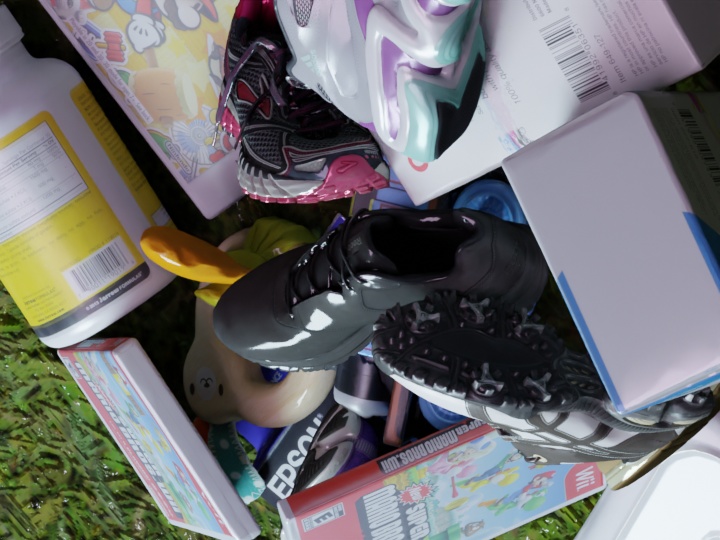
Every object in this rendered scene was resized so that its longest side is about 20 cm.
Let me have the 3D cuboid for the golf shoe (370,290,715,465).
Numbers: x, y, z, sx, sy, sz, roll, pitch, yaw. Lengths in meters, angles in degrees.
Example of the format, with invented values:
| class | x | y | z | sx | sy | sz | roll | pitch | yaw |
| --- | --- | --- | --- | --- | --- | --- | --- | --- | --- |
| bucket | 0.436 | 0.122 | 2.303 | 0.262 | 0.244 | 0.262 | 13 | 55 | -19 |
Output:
| class | x | y | z | sx | sy | sz | roll | pitch | yaw |
| --- | --- | --- | --- | --- | --- | --- | --- | --- | --- |
| golf shoe | 0.091 | 0.072 | 1.437 | 0.199 | 0.078 | 0.095 | 12 | 138 | -18 |

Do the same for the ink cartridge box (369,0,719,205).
| class | x | y | z | sx | sy | sz | roll | pitch | yaw |
| --- | --- | --- | --- | --- | --- | --- | --- | --- | --- |
| ink cartridge box | 0.093 | -0.156 | 1.413 | 0.199 | 0.145 | 0.148 | -24 | 102 | 36 |

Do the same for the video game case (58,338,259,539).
| class | x | y | z | sx | sy | sz | roll | pitch | yaw |
| --- | --- | --- | --- | --- | --- | --- | --- | --- | --- |
| video game case | -0.132 | 0.106 | 1.681 | 0.143 | 0.017 | 0.200 | 57 | 165 | -8 |

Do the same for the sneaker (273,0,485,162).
| class | x | y | z | sx | sy | sz | roll | pitch | yaw |
| --- | --- | --- | --- | --- | --- | --- | --- | --- | --- |
| sneaker | 0.004 | -0.162 | 1.322 | 0.139 | 0.078 | 0.201 | 26 | 123 | 16 |

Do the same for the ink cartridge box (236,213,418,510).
| class | x | y | z | sx | sy | sz | roll | pitch | yaw |
| --- | --- | --- | --- | --- | --- | --- | --- | --- | --- |
| ink cartridge box | 0.010 | 0.096 | 1.663 | 0.200 | 0.043 | 0.198 | 39 | 128 | 6 |

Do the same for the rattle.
| class | x | y | z | sx | sy | sz | roll | pitch | yaw |
| --- | --- | --- | --- | --- | --- | --- | --- | --- | --- |
| rattle | -0.100 | 0.065 | 1.632 | 0.130 | 0.143 | 0.200 | 46 | 124 | 14 |

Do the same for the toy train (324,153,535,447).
| class | x | y | z | sx | sy | sz | roll | pitch | yaw |
| --- | --- | --- | --- | --- | --- | --- | --- | --- | --- |
| toy train | 0.042 | 0.008 | 1.546 | 0.114 | 0.087 | 0.201 | 14 | 103 | 16 |

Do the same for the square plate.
| class | x | y | z | sx | sy | sz | roll | pitch | yaw |
| --- | --- | --- | --- | --- | --- | --- | --- | --- | --- |
| square plate | 0.231 | 0.183 | 1.597 | 0.198 | 0.028 | 0.200 | 33 | 127 | 10 |

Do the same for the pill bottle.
| class | x | y | z | sx | sy | sz | roll | pitch | yaw |
| --- | --- | --- | --- | --- | --- | --- | --- | --- | --- |
| pill bottle | -0.202 | -0.061 | 1.650 | 0.112 | 0.112 | 0.200 | -25 | 102 | 36 |

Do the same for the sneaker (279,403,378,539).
| class | x | y | z | sx | sy | sz | roll | pitch | yaw |
| --- | --- | --- | --- | --- | --- | --- | --- | --- | --- |
| sneaker | -0.003 | 0.158 | 1.636 | 0.083 | 0.081 | 0.200 | 15 | 141 | 8 |

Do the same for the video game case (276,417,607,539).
| class | x | y | z | sx | sy | sz | roll | pitch | yaw |
| --- | --- | --- | --- | --- | --- | --- | --- | --- | --- |
| video game case | 0.052 | 0.132 | 1.550 | 0.143 | 0.199 | 0.017 | 79 | 166 | -60 |

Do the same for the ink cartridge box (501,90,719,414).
| class | x | y | z | sx | sy | sz | roll | pitch | yaw |
| --- | --- | --- | --- | --- | --- | --- | --- | --- | --- |
| ink cartridge box | 0.170 | -0.013 | 1.369 | 0.084 | 0.200 | 0.145 | -28 | 82 | 24 |

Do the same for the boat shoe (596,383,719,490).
| class | x | y | z | sx | sy | sz | roll | pitch | yaw |
| --- | --- | --- | --- | --- | --- | --- | --- | --- | --- |
| boat shoe | 0.193 | 0.040 | 1.511 | 0.066 | 0.074 | 0.200 | 44 | 112 | 14 |

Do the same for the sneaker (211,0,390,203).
| class | x | y | z | sx | sy | sz | roll | pitch | yaw |
| --- | --- | --- | --- | --- | --- | --- | --- | --- | --- |
| sneaker | -0.040 | -0.094 | 1.479 | 0.080 | 0.200 | 0.075 | -8 | 117 | -18 |

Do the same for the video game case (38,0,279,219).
| class | x | y | z | sx | sy | sz | roll | pitch | yaw |
| --- | --- | --- | --- | --- | --- | --- | --- | --- | --- |
| video game case | -0.092 | -0.152 | 1.596 | 0.182 | 0.023 | 0.200 | -33 | 97 | 37 |

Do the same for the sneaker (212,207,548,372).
| class | x | y | z | sx | sy | sz | roll | pitch | yaw |
| --- | --- | --- | --- | --- | --- | --- | --- | --- | --- |
| sneaker | 0.000 | 0.000 | 1.463 | 0.199 | 0.091 | 0.076 | -17 | 65 | 22 |
